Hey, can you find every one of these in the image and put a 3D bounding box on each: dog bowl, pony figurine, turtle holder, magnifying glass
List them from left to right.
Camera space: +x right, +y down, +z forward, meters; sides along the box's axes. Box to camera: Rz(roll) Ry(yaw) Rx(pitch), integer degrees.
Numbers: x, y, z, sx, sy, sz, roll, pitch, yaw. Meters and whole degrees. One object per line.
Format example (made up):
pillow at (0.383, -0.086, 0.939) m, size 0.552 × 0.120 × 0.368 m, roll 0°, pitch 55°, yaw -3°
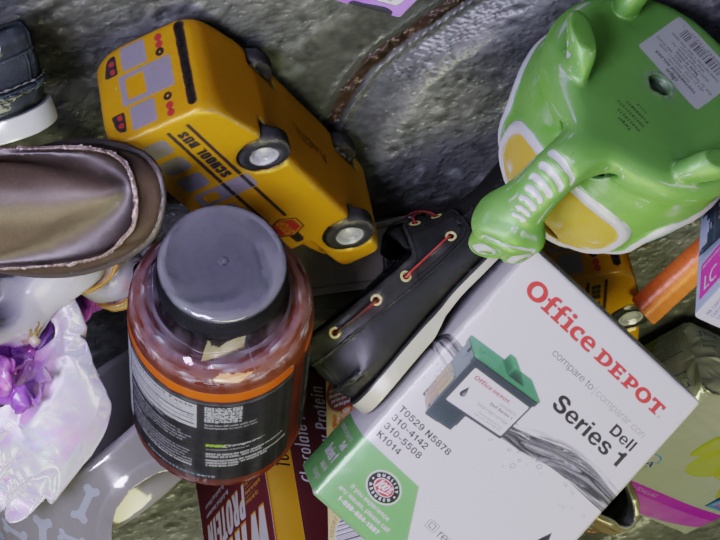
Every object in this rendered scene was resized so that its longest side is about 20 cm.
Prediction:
pony figurine at (-0.195, 0.024, 1.464) m, size 0.193 × 0.167 × 0.200 m, roll -42°, pitch 162°, yaw -3°
dog bowl at (-0.154, 0.113, 1.596) m, size 0.199 × 0.200 × 0.059 m, roll -29°, pitch 109°, yaw 23°
turtle holder at (0.143, -0.065, 1.427) m, size 0.140 × 0.186 × 0.132 m, roll 26°, pitch 137°, yaw -14°
magnifying glass at (0.254, -0.040, 1.601) m, size 0.200 × 0.022 × 0.080 m, roll -41°, pitch 146°, yaw 8°

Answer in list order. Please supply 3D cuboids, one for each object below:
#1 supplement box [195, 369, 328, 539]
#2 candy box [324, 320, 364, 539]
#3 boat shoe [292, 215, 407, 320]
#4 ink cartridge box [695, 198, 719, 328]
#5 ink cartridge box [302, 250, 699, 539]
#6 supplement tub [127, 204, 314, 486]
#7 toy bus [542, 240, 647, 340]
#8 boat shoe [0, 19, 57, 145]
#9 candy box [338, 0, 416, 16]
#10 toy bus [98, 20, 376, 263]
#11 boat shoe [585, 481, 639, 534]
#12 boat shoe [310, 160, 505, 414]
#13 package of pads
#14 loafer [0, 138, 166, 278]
supplement box at (0.007, 0.183, 1.736) m, size 0.199 × 0.198 × 0.133 m, roll 1°, pitch 153°, yaw -23°
candy box at (0.038, 0.111, 1.639) m, size 0.115 × 0.201 × 0.055 m, roll 11°, pitch 160°, yaw -36°
boat shoe at (0.000, 0.000, 1.586) m, size 0.199 × 0.067 × 0.057 m, roll 6°, pitch 166°, yaw -37°
ink cartridge box at (0.241, -0.073, 1.456) m, size 0.042 × 0.201 × 0.119 m, roll 24°, pitch 137°, yaw -12°
ink cartridge box at (0.085, 0.099, 1.529) m, size 0.200 × 0.146 × 0.084 m, roll -48°, pitch -173°, yaw 2°
supplement tub at (-0.079, 0.039, 1.428) m, size 0.106 × 0.108 × 0.200 m, roll -9°, pitch 154°, yaw -9°
toy bus at (0.148, 0.030, 1.688) m, size 0.078 × 0.065 × 0.200 m, roll -12°, pitch 149°, yaw -4°
boat shoe at (-0.259, -0.092, 1.336) m, size 0.199 × 0.076 × 0.061 m, roll -9°, pitch 108°, yaw 9°
candy box at (-0.020, -0.218, 1.218) m, size 0.199 × 0.072 × 0.168 m, roll 10°, pitch 141°, yaw -35°
toy bus at (-0.064, -0.065, 1.436) m, size 0.078 × 0.065 × 0.200 m, roll -24°, pitch 147°, yaw 16°
boat shoe at (0.122, 0.090, 1.615) m, size 0.075 × 0.068 × 0.200 m, roll -45°, pitch 122°, yaw -14°
boat shoe at (0.043, -0.007, 1.522) m, size 0.202 × 0.063 × 0.074 m, roll -49°, pitch -176°, yaw -16°
package of pads at (0.245, 0.119, 1.866) m, size 0.154 × 0.069 × 0.200 m, roll -33°, pitch 145°, yaw 29°
loafer at (-0.201, -0.028, 1.329) m, size 0.199 × 0.074 × 0.071 m, roll -6°, pitch -179°, yaw 13°
